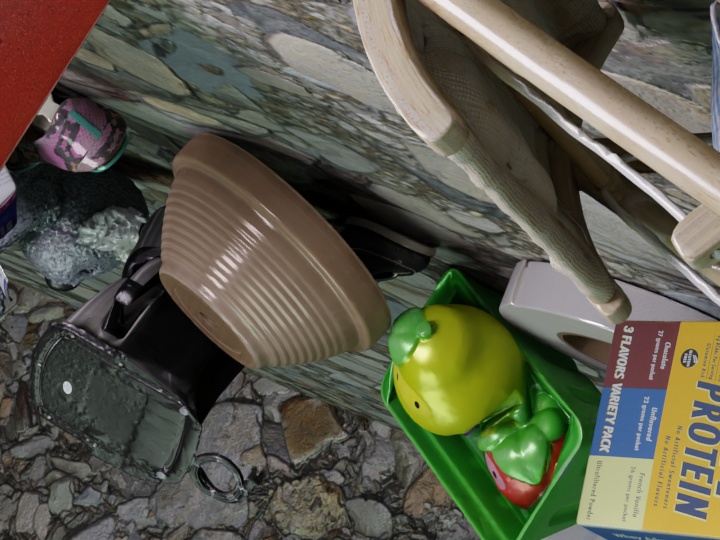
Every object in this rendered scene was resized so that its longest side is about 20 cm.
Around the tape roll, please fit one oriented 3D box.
[{"bbox_3d":[0.196,0.048,1.360,0.202,0.037,0.203,21,172,3],"label":"tape roll"}]

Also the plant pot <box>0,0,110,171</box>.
[{"bbox_3d":[-0.287,-0.131,1.004,0.199,0.201,0.176,12,156,49],"label":"plant pot"}]

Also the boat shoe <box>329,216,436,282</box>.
[{"bbox_3d":[0.000,0.000,1.472,0.072,0.063,0.200,25,171,-18],"label":"boat shoe"}]

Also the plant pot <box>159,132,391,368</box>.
[{"bbox_3d":[-0.080,0.004,1.377,0.201,0.093,0.201,41,164,14],"label":"plant pot"}]

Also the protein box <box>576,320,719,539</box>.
[{"bbox_3d":[0.278,0.128,1.185,0.198,0.136,0.200,0,159,40],"label":"protein box"}]

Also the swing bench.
[{"bbox_3d":[0.111,-0.050,0.627,0.199,0.130,0.199,18,171,29],"label":"swing bench"}]

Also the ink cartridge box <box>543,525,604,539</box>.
[{"bbox_3d":[0.314,0.256,1.996,0.144,0.146,0.199,28,171,-38],"label":"ink cartridge box"}]

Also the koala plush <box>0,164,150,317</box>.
[{"bbox_3d":[-0.269,-0.050,1.622,0.199,0.185,0.177,7,-165,-18],"label":"koala plush"}]

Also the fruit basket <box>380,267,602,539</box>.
[{"bbox_3d":[0.083,0.097,1.435,0.215,0.156,0.216,23,-154,-12],"label":"fruit basket"}]

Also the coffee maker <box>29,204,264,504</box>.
[{"bbox_3d":[-0.134,0.065,1.496,0.192,0.200,0.135,47,131,-9],"label":"coffee maker"}]

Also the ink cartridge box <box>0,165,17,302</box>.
[{"bbox_3d":[-0.287,-0.080,1.405,0.201,0.043,0.196,63,169,-1],"label":"ink cartridge box"}]

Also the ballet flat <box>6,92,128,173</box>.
[{"bbox_3d":[-0.235,-0.111,1.403,0.071,0.069,0.200,46,163,-25],"label":"ballet flat"}]
